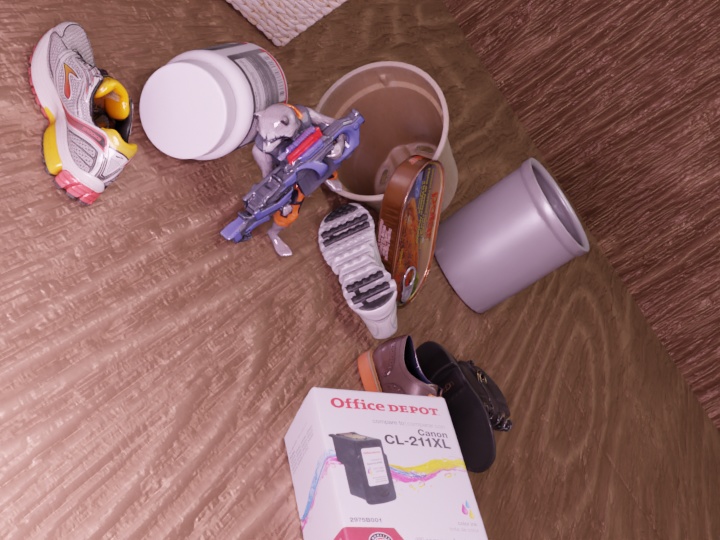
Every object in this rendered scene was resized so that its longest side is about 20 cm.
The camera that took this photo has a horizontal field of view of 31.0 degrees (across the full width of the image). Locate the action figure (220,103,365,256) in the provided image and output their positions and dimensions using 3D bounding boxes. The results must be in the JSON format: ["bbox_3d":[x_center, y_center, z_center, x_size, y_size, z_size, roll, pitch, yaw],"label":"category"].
[{"bbox_3d":[-0.091,-0.102,1.406,0.104,0.199,0.195,40,-22,26],"label":"action figure"}]

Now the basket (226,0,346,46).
[{"bbox_3d":[-0.127,-0.470,1.861,0.198,0.160,0.202,35,29,-48],"label":"basket"}]

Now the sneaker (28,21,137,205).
[{"bbox_3d":[-0.242,-0.153,1.176,0.078,0.082,0.202,34,29,-50],"label":"sneaker"}]

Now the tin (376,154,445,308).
[{"bbox_3d":[0.060,-0.050,1.653,0.041,0.203,0.111,23,29,29],"label":"tin"}]

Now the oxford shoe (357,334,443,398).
[{"bbox_3d":[0.062,0.165,1.454,0.071,0.072,0.202,23,39,-60],"label":"oxford shoe"}]

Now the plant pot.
[{"bbox_3d":[0.050,-0.156,1.804,0.202,0.199,0.184,66,9,26],"label":"plant pot"}]

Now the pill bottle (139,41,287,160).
[{"bbox_3d":[-0.156,-0.181,1.391,0.115,0.113,0.200,56,19,-3],"label":"pill bottle"}]

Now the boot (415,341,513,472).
[{"bbox_3d":[0.153,0.180,1.672,0.174,0.069,0.202,30,30,-53],"label":"boot"}]

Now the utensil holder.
[{"bbox_3d":[0.231,-0.050,2.037,0.170,0.199,0.171,48,19,-23],"label":"utensil holder"}]

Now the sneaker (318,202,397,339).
[{"bbox_3d":[0.000,0.000,1.590,0.082,0.074,0.202,66,4,-47],"label":"sneaker"}]

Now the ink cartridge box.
[{"bbox_3d":[0.023,0.211,1.174,0.144,0.083,0.202,7,44,-24],"label":"ink cartridge box"}]
